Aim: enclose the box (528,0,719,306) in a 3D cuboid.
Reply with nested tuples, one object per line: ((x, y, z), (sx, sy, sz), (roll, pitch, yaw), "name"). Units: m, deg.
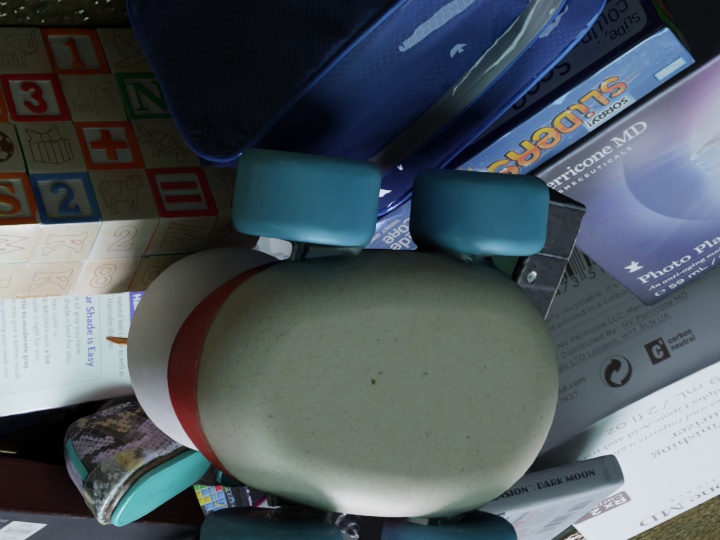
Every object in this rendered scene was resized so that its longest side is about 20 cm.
((0.176, -0.102, 1.090), (0.199, 0.124, 0.198), (-33, 148, 16), "box")

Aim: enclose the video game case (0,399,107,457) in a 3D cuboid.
((-0.165, 0.098, 1.189), (0.198, 0.022, 0.182), (-16, 156, -14), "video game case")

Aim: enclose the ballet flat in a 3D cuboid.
((-0.089, 0.083, 1.106), (0.072, 0.072, 0.200), (-41, 165, 28), "ballet flat")

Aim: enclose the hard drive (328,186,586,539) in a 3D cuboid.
((0.021, 0.033, 1.024), (0.038, 0.139, 0.202), (8, 106, -47), "hard drive")

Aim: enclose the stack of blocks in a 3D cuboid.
((-0.154, -0.050, 0.946), (0.198, 0.116, 0.059), (-4, 146, -29), "stack of blocks")

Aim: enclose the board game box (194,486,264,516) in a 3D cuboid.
((-0.005, 0.155, 1.333), (0.198, 0.167, 0.057), (-18, 179, -10), "board game box")

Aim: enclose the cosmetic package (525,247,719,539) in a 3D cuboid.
((0.165, 0.046, 1.277), (0.164, 0.166, 0.200), (-27, 151, 10), "cosmetic package")

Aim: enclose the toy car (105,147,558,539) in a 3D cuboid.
((-0.030, 0.040, 0.927), (0.176, 0.186, 0.199), (3, -176, -33), "toy car")

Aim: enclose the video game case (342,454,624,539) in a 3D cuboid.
((0.035, 0.165, 1.194), (0.180, 0.024, 0.200), (-11, 160, -25), "video game case")

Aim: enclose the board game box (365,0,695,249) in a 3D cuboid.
((0.047, -0.100, 0.986), (0.199, 0.136, 0.034), (-33, 142, 18), "board game box")

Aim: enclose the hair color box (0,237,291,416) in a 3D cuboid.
((-0.133, 0.005, 1.055), (0.198, 0.065, 0.110), (-8, 113, -21), "hair color box")

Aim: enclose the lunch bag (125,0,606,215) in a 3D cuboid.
((0.012, -0.130, 0.913), (0.200, 0.137, 0.132), (-40, 147, 26), "lunch bag")

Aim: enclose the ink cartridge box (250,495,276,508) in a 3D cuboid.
((-0.031, 0.128, 1.131), (0.200, 0.037, 0.095), (-38, 179, -28), "ink cartridge box")

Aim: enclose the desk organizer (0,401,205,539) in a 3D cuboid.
((-0.173, 0.115, 1.091), (0.071, 0.078, 0.199), (-34, 155, 24), "desk organizer")
